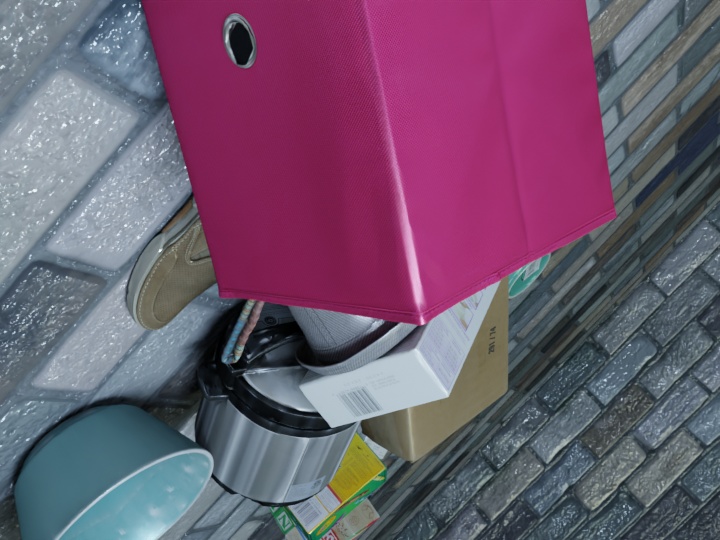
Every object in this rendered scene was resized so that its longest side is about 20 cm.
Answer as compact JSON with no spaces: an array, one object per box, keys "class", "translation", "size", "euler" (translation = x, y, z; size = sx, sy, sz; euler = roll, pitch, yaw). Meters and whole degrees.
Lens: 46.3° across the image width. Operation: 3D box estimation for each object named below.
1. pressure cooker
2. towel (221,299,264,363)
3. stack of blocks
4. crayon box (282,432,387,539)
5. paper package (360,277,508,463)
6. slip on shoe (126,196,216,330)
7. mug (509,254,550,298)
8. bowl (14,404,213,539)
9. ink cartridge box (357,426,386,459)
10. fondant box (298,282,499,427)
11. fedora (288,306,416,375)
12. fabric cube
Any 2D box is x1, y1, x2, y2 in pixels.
[{"class":"pressure cooker","translation":[-0.075,0.127,0.888],"size":[0.176,0.177,0.201],"euler":[-55,171,-50]},{"class":"towel","translation":[-0.060,-0.030,0.717],"size":[0.201,0.022,0.147],"euler":[-73,-171,-54]},{"class":"stack of blocks","translation":[-0.078,0.287,1.144],"size":[0.058,0.201,0.115],"euler":[-15,154,-51]},{"class":"crayon box","translation":[-0.075,0.208,1.014],"size":[0.118,0.200,0.058],"euler":[-36,157,-18]},{"class":"paper package","translation":[0.086,0.092,1.015],"size":[0.190,0.103,0.202],"euler":[-29,127,-31]},{"class":"slip on shoe","translation":[-0.125,-0.018,0.710],"size":[0.200,0.061,0.076],"euler":[-50,158,14]},{"class":"mug","translation":[0.190,-0.029,1.180],"size":[0.184,0.114,0.153],"euler":[-14,143,-53]},{"class":"bowl","translation":[-0.254,0.208,0.826],"size":[0.200,0.105,0.201],"euler":[-37,158,-18]},{"class":"ink cartridge box","translation":[0.049,0.162,1.164],"size":[0.201,0.050,0.161],"euler":[-60,161,-7]},{"class":"fondant box","translation":[0.046,0.048,0.800],"size":[0.144,0.058,0.201],"euler":[-22,-156,39]},{"class":"fedora","translation":[0.000,0.000,0.760],"size":[0.176,0.091,0.200],"euler":[-17,-154,47]},{"class":"fabric cube","translation":[0.013,-0.101,0.518],"size":[0.199,0.195,0.201],"euler":[-24,110,-39]}]
